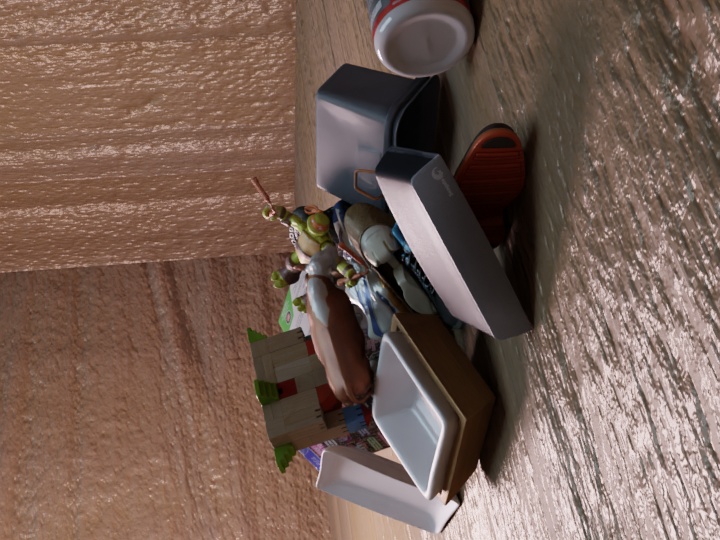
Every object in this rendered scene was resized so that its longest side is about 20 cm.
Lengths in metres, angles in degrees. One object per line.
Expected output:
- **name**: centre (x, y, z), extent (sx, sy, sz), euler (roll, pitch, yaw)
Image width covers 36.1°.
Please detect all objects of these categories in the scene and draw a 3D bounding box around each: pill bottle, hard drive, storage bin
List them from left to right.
- **storage bin**: centre (0.010, -0.163, 1.440), extent (0.146, 0.133, 0.202), euler (-51, -27, -40)
- **pill bottle**: centre (0.059, -0.331, 1.261), extent (0.117, 0.114, 0.203), euler (98, 166, -57)
- **hard drive**: centre (0.087, -0.025, 1.094), extent (0.202, 0.042, 0.135), euler (60, 168, -19)

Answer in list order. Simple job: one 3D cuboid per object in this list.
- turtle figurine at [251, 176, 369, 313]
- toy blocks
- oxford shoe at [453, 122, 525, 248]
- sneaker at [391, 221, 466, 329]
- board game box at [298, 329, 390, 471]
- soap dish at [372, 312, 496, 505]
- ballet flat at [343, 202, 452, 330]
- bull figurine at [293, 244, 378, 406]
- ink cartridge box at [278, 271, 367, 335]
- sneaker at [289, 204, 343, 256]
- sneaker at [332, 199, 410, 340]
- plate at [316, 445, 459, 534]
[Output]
- **turtle figurine**: centre (-0.073, -0.031, 1.466), extent (0.064, 0.199, 0.162), euler (-44, -15, -41)
- **toy blocks**: centre (-0.065, 0.149, 1.458), extent (0.101, 0.134, 0.202), euler (70, -177, -52)
- **oxford shoe**: centre (0.119, -0.095, 1.106), extent (0.201, 0.070, 0.074), euler (99, 170, -62)
- **sneaker**: centre (0.086, 0.000, 1.297), extent (0.074, 0.081, 0.201), euler (-61, 22, 20)
- **board game box**: centre (-0.009, 0.181, 1.560), extent (0.160, 0.197, 0.098), euler (53, -159, -49)
- **soap dish**: centre (0.085, 0.160, 1.306), extent (0.158, 0.080, 0.202), euler (54, 156, 31)
- **ballet flat**: centre (0.049, -0.001, 1.379), extent (0.201, 0.067, 0.072), euler (53, -167, -1)
- **bull figurine**: centre (-0.026, 0.073, 1.377), extent (0.121, 0.064, 0.203), euler (40, -145, -68)
- **ink cartridge box**: centre (-0.041, 0.086, 1.707), extent (0.201, 0.083, 0.148), euler (57, 136, 44)
- **sneaker**: centre (-0.035, -0.061, 1.572), extent (0.199, 0.075, 0.093), euler (30, -118, -56)
- **sneaker**: centre (0.000, 0.000, 1.476), extent (0.088, 0.075, 0.202), euler (-46, 57, 33)
- **plate**: centre (0.037, 0.305, 1.563), extent (0.201, 0.196, 0.033), euler (102, -171, -63)
